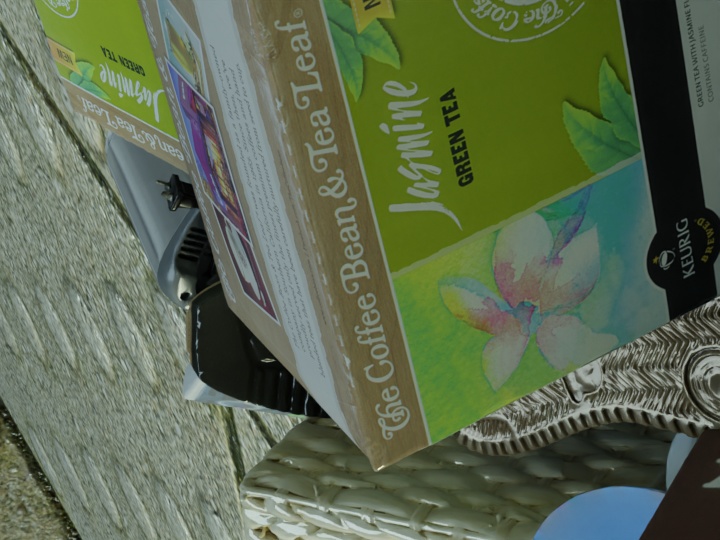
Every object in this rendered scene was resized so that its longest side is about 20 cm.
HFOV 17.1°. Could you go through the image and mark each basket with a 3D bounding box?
[{"bbox_3d":[0.059,0.128,1.070,0.199,0.136,0.124,9,122,31],"label":"basket"}]

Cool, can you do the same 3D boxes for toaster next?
[{"bbox_3d":[-0.047,-0.041,1.236,0.114,0.199,0.129,-56,42,22],"label":"toaster"}]

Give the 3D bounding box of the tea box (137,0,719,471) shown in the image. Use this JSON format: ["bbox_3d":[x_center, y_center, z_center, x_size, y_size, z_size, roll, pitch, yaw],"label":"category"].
[{"bbox_3d":[0.039,-0.075,0.844,0.134,0.196,0.201,45,156,51],"label":"tea box"}]

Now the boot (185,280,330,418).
[{"bbox_3d":[0.000,0.000,1.100,0.138,0.199,0.078,-133,44,-56],"label":"boot"}]

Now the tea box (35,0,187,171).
[{"bbox_3d":[-0.055,-0.154,1.073,0.200,0.133,0.197,28,144,48],"label":"tea box"}]

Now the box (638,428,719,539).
[{"bbox_3d":[0.174,0.174,0.731,0.165,0.164,0.201,-3,119,33],"label":"box"}]

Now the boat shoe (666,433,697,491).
[{"bbox_3d":[0.194,0.139,0.930,0.091,0.071,0.201,-34,79,60],"label":"boat shoe"}]

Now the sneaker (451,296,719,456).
[{"bbox_3d":[0.130,0.021,0.963,0.200,0.108,0.070,-12,103,44],"label":"sneaker"}]

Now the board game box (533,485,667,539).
[{"bbox_3d":[0.147,0.167,0.920,0.158,0.039,0.201,7,118,50],"label":"board game box"}]

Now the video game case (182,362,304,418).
[{"bbox_3d":[0.010,0.056,1.225,0.200,0.181,0.023,133,146,-74],"label":"video game case"}]
